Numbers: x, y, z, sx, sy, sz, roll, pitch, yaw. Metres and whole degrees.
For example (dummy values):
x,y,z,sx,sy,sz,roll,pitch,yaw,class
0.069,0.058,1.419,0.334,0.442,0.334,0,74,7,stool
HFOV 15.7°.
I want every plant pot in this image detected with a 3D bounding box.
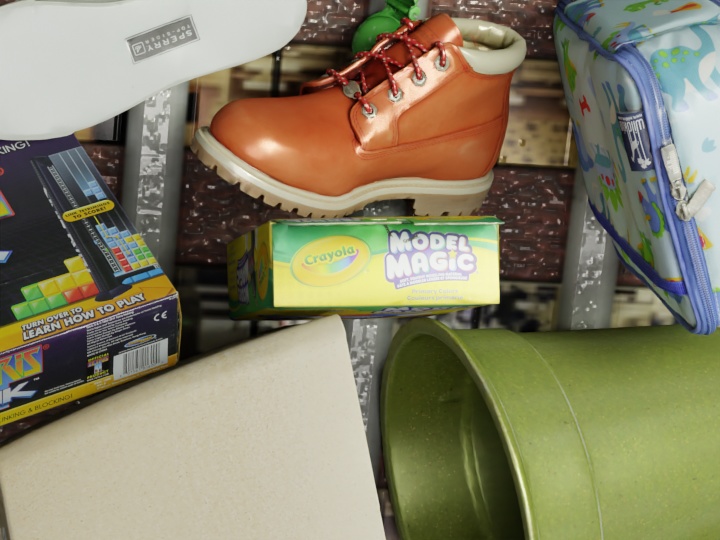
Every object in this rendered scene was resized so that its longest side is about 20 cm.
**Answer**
x,y,z,sx,sy,sz,roll,pitch,yaw,class
0.134,0.104,1.403,0.189,0.200,0.201,-13,109,-20,plant pot
-0.090,0.140,1.318,0.176,0.200,0.201,-11,89,-9,plant pot

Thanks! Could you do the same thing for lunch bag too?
x,y,z,sx,sy,sz,roll,pitch,yaw,class
0.162,-0.060,1.335,0.082,0.200,0.161,-18,110,-3,lunch bag

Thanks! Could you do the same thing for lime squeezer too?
x,y,z,sx,sy,sz,roll,pitch,yaw,class
0.005,-0.124,1.357,0.038,0.071,0.201,23,136,17,lime squeezer

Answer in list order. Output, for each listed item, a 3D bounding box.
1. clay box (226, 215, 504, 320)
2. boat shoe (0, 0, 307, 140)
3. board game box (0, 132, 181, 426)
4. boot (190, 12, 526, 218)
x,y,z,sx,sy,sz,roll,pitch,yaw,class
0.000,0.000,1.323,0.114,0.200,0.048,-1,88,-9,clay box
-0.126,-0.116,1.336,0.199,0.064,0.071,-15,104,-11,boat shoe
-0.212,0.006,1.281,0.199,0.166,0.057,-19,141,-22,board game box
0.002,-0.086,1.325,0.199,0.075,0.108,-5,129,-45,boot
